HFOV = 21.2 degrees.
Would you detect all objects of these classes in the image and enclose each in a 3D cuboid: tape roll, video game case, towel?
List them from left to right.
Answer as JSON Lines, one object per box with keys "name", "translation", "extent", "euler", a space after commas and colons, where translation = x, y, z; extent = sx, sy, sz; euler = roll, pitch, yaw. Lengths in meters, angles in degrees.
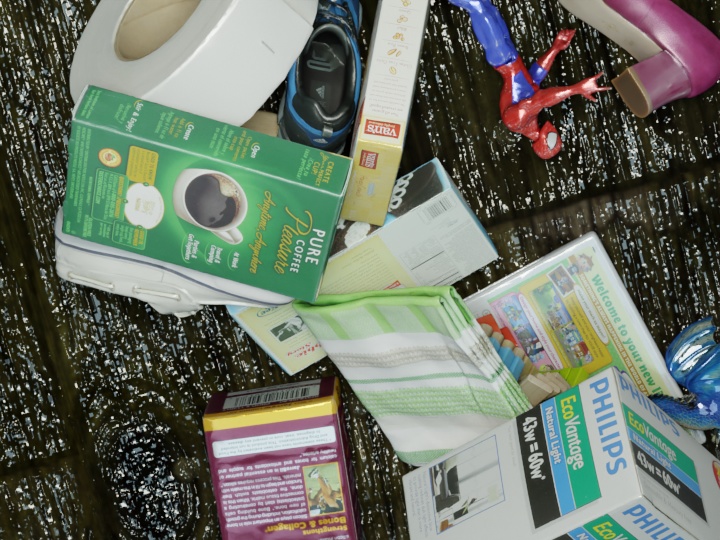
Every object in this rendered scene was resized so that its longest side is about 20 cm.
{"name": "tape roll", "translation": [-0.125, -0.180, 1.448], "extent": [0.202, 0.202, 0.071], "euler": [-45, 123, 9]}
{"name": "towel", "translation": [0.049, 0.088, 1.510], "extent": [0.149, 0.031, 0.200], "euler": [-6, 136, 33]}
{"name": "video game case", "translation": [0.159, 0.096, 1.587], "extent": [0.182, 0.022, 0.200], "euler": [-28, 98, 7]}

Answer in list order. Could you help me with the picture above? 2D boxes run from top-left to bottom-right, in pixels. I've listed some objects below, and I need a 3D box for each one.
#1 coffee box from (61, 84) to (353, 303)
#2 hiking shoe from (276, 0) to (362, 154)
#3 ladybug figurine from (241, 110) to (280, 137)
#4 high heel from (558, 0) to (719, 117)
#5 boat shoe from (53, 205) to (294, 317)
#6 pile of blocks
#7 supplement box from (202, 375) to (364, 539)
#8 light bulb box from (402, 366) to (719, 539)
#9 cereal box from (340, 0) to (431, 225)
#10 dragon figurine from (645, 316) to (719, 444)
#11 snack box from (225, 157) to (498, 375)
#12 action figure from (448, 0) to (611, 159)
{"name": "coffee box", "translation": [-0.113, -0.053, 1.393], "extent": [0.200, 0.044, 0.123], "euler": [15, 136, 1]}
{"name": "hiking shoe", "translation": [-0.025, -0.184, 1.480], "extent": [0.074, 0.087, 0.200], "euler": [1, 74, -16]}
{"name": "ladybug figurine", "translation": [-0.107, -0.062, 1.538], "extent": [0.200, 0.072, 0.136], "euler": [-5, 101, 2]}
{"name": "high heel", "translation": [0.212, -0.223, 1.518], "extent": [0.096, 0.067, 0.200], "euler": [-29, 95, -23]}
{"name": "boat shoe", "translation": [-0.143, 0.003, 1.480], "extent": [0.200, 0.072, 0.066], "euler": [12, 118, 7]}
{"name": "pile of blocks", "translation": [0.122, 0.073, 1.534], "extent": [0.200, 0.082, 0.062], "euler": [32, 60, -7]}
{"name": "supplement box", "translation": [-0.057, 0.198, 1.579], "extent": [0.110, 0.086, 0.200], "euler": [-8, 100, 3]}
{"name": "light bulb box", "translation": [0.172, 0.206, 1.490], "extent": [0.200, 0.125, 0.198], "euler": [-30, 133, 24]}
{"name": "cereal box", "translation": [0.023, -0.151, 1.440], "extent": [0.039, 0.144, 0.200], "euler": [11, 67, -1]}
{"name": "dragon figurine", "translation": [0.284, 0.077, 1.541], "extent": [0.099, 0.059, 0.200], "euler": [38, 93, -19]}
{"name": "snack box", "translation": [0.000, 0.000, 1.530], "extent": [0.200, 0.116, 0.037], "euler": [-30, 54, 7]}
{"name": "action figure", "translation": [0.130, -0.187, 1.509], "extent": [0.099, 0.065, 0.200], "euler": [-21, 100, 17]}
